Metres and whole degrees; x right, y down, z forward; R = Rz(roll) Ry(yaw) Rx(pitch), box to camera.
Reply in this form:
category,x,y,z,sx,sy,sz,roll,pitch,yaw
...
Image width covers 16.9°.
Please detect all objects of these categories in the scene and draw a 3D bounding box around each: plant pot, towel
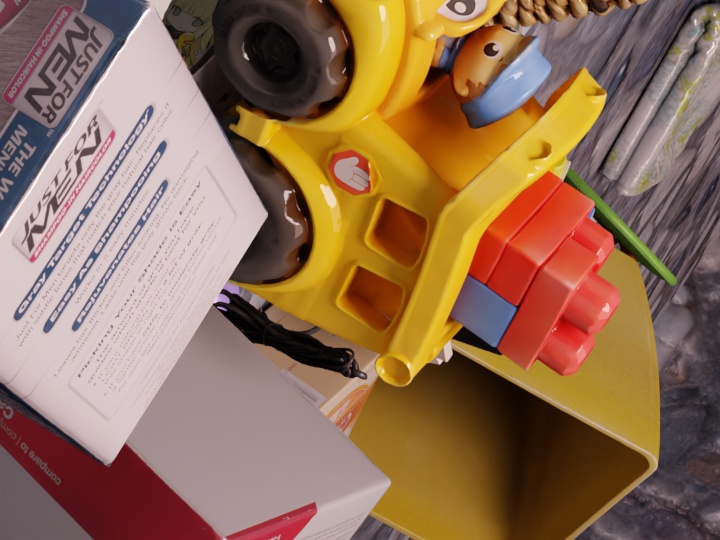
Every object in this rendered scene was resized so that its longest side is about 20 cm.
category,x,y,z,sx,sy,sz,roll,pitch,yaw
plant pot,0.085,0.059,1.627,0.200,0.199,0.177,-49,-164,49
towel,0.308,-0.167,2.312,0.201,0.048,0.171,-61,168,19

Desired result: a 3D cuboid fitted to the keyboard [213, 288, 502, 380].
category,x,y,z,sx,sy,sz,roll,pitch,yaw
keyboard,0.000,0.000,1.140,0.127,0.199,0.021,-50,132,-21

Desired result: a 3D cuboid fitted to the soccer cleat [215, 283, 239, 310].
category,x,y,z,sx,sy,sz,roll,pitch,yaw
soccer cleat,-0.107,0.091,1.254,0.201,0.076,0.067,-58,168,6

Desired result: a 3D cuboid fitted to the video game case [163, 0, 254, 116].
category,x,y,z,sx,sy,sz,roll,pitch,yaw
video game case,-0.059,-0.079,1.102,0.181,0.036,0.200,-50,166,-30

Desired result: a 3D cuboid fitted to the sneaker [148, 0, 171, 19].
category,x,y,z,sx,sy,sz,roll,pitch,yaw
sneaker,-0.089,-0.116,0.849,0.072,0.072,0.201,89,21,-57

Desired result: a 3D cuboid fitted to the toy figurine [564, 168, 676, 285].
category,x,y,z,sx,sy,sz,roll,pitch,yaw
toy figurine,0.140,0.012,2.007,0.184,0.150,0.200,-44,-166,5

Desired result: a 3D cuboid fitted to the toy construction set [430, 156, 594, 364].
category,x,y,z,sx,sy,sz,roll,pitch,yaw
toy construction set,0.048,-0.013,1.469,0.200,0.131,0.092,-45,163,-44

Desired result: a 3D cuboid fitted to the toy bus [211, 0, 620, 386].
category,x,y,z,sx,sy,sz,roll,pitch,yaw
toy bus,0.034,-0.051,1.000,0.136,0.191,0.201,-43,161,-45

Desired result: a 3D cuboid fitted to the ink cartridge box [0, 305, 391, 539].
category,x,y,z,sx,sy,sz,roll,pitch,yaw
ink cartridge box,-0.118,0.130,1.070,0.200,0.145,0.145,-56,161,22

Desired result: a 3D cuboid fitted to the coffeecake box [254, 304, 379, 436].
category,x,y,z,sx,sy,sz,roll,pitch,yaw
coffeecake box,-0.072,0.124,1.486,0.153,0.073,0.201,-42,161,-54

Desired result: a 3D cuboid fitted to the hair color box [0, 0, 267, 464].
category,x,y,z,sx,sy,sz,roll,pitch,yaw
hair color box,-0.090,-0.016,0.694,0.100,0.060,0.200,-58,168,-9

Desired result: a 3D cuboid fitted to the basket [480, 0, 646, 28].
category,x,y,z,sx,sy,sz,roll,pitch,yaw
basket,0.066,-0.198,1.158,0.200,0.148,0.144,-53,131,-66

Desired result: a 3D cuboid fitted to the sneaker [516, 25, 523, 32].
category,x,y,z,sx,sy,sz,roll,pitch,yaw
sneaker,0.054,-0.128,1.367,0.080,0.071,0.201,-36,151,-48
